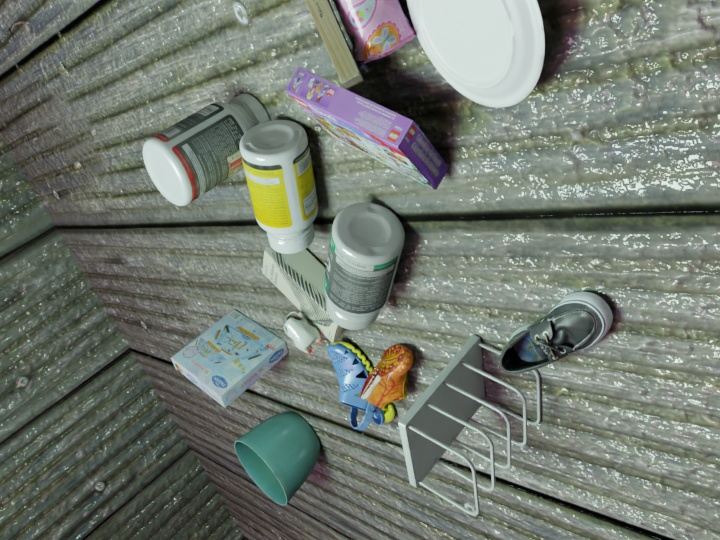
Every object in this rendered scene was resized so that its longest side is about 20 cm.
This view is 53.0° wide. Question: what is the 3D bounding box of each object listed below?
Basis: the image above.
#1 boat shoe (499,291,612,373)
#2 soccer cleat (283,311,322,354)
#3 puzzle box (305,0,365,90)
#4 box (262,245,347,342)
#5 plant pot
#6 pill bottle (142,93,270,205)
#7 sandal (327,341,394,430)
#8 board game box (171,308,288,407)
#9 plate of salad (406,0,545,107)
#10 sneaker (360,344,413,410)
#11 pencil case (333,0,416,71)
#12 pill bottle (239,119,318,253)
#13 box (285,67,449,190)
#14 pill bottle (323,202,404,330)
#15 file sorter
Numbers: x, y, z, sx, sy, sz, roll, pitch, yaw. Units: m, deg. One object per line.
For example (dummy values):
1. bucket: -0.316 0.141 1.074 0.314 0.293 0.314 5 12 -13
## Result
1. boat shoe: 0.244 0.090 0.940 0.070 0.066 0.200 52 150 0
2. soccer cleat: -0.113 0.111 1.405 0.078 0.069 0.200 47 177 -4
3. puzzle box: -0.049 -0.318 0.868 0.133 0.025 0.203 -65 -49 -80
4. box: -0.093 0.031 1.341 0.199 0.068 0.083 42 149 17
5. plant pot: -0.198 0.461 1.836 0.199 0.160 0.203 33 144 28
6. pill bottle: -0.244 -0.202 1.178 0.115 0.199 0.117 33 144 28
7. sandal: -0.010 0.232 1.420 0.202 0.086 0.079 59 151 -7
8. board game box: -0.303 0.197 1.672 0.198 0.199 0.042 26 142 37
9. plate of salad: 0.122 -0.269 0.760 0.200 0.048 0.202 45 158 24
10. sneaker: 0.063 0.194 1.316 0.076 0.074 0.201 24 148 -4
11. pencil case: -0.009 -0.341 0.828 0.087 0.087 0.203 5 128 51
12. pill bottle: -0.127 -0.131 1.179 0.110 0.111 0.203 28 141 34
13. box: 0.010 -0.184 0.940 0.198 0.040 0.136 33 180 30
14. pill bottle: 0.000 0.000 1.137 0.113 0.113 0.202 39 146 20
15. file sorter: 0.169 0.227 1.061 0.123 0.200 0.141 20 138 35
